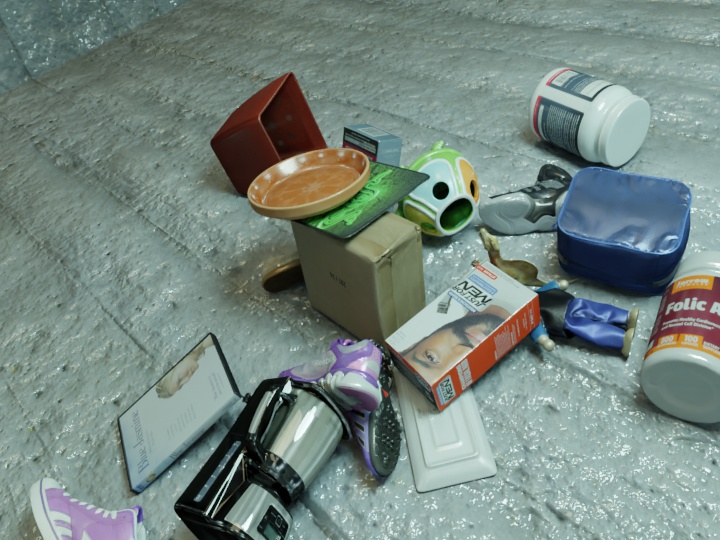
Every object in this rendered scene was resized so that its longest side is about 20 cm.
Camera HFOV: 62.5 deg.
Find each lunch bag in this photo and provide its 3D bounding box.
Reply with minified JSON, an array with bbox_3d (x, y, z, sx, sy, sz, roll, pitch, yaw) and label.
[{"bbox_3d":[0.389,-0.056,0.904,0.195,0.133,0.138,18,66,31],"label":"lunch bag"}]

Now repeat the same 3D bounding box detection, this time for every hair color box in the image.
[{"bbox_3d":[0.011,-0.146,1.063,0.059,0.206,0.098,-15,33,-37],"label":"hair color box"},{"bbox_3d":[0.144,0.085,0.829,0.198,0.065,0.110,-38,43,-14],"label":"hair color box"}]

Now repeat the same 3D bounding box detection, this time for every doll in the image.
[{"bbox_3d":[0.291,0.069,0.858,0.194,0.049,0.138,13,48,29],"label":"doll"}]

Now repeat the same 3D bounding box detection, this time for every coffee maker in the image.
[{"bbox_3d":[-0.127,0.253,0.744,0.191,0.135,0.202,-34,16,51],"label":"coffee maker"}]

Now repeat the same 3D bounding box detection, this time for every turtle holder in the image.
[{"bbox_3d":[0.127,-0.126,1.054,0.180,0.144,0.133,-19,41,-7],"label":"turtle holder"}]

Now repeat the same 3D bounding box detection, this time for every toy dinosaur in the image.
[{"bbox_3d":[0.238,0.009,0.914,0.100,0.196,0.060,-27,43,53],"label":"toy dinosaur"}]

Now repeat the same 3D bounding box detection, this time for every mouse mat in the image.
[{"bbox_3d":[-0.007,-0.115,0.899,0.158,0.008,0.199,21,48,41],"label":"mouse mat"}]

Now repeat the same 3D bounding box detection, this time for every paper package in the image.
[{"bbox_3d":[0.000,0.000,0.915,0.102,0.195,0.197,-34,43,-30],"label":"paper package"}]

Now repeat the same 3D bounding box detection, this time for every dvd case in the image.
[{"bbox_3d":[-0.269,0.201,0.865,0.199,0.018,0.143,-43,43,0],"label":"dvd case"}]

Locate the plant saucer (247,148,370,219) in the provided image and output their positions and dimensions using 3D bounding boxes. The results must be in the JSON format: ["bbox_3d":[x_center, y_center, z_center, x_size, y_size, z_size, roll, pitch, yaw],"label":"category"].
[{"bbox_3d":[-0.078,-0.133,0.917,0.193,0.033,0.203,-11,33,7],"label":"plant saucer"}]

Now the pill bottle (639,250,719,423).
[{"bbox_3d":[0.434,0.077,0.752,0.111,0.117,0.201,14,49,30],"label":"pill bottle"}]

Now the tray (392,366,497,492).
[{"bbox_3d":[0.107,0.191,0.802,0.104,0.023,0.203,-14,41,3],"label":"tray"}]

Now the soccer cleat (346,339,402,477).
[{"bbox_3d":[0.009,0.191,0.811,0.072,0.068,0.204,-28,41,21],"label":"soccer cleat"}]

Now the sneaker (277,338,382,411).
[{"bbox_3d":[-0.039,0.139,0.802,0.197,0.080,0.091,-15,46,45],"label":"sneaker"}]

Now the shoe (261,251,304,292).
[{"bbox_3d":[-0.086,-0.019,1.057,0.193,0.071,0.054,-17,48,2],"label":"shoe"}]

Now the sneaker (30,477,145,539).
[{"bbox_3d":[-0.343,0.327,0.764,0.113,0.074,0.199,-33,54,-25],"label":"sneaker"}]

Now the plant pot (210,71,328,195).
[{"bbox_3d":[-0.208,-0.276,1.302,0.171,0.203,0.203,-8,39,28],"label":"plant pot"}]

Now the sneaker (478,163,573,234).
[{"bbox_3d":[0.305,-0.129,1.056,0.192,0.077,0.116,-1,41,7],"label":"sneaker"}]

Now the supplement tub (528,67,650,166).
[{"bbox_3d":[0.436,-0.297,1.145,0.138,0.143,0.200,-29,43,-17],"label":"supplement tub"}]
